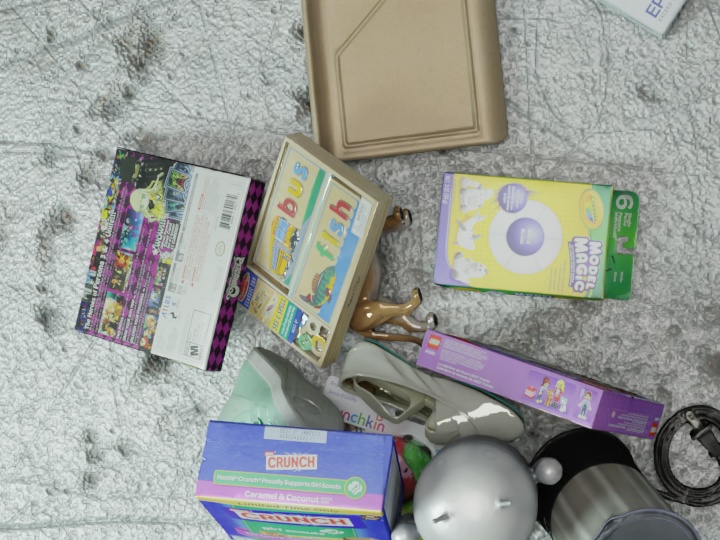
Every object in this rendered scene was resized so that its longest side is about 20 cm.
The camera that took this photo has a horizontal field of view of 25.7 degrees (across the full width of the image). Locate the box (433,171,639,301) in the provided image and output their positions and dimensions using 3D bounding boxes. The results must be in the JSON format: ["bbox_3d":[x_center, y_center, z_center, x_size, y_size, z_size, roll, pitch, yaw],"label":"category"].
[{"bbox_3d":[0.177,-0.033,1.589,0.198,0.048,0.118,5,89,8],"label":"box"}]

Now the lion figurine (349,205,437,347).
[{"bbox_3d":[0.000,0.000,1.607,0.122,0.072,0.202,-13,89,15],"label":"lion figurine"}]

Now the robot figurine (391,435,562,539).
[{"bbox_3d":[0.108,0.212,1.457,0.169,0.200,0.114,-28,85,5],"label":"robot figurine"}]

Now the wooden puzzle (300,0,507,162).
[{"bbox_3d":[0.045,-0.212,1.627,0.198,0.037,0.187,-6,87,5],"label":"wooden puzzle"}]

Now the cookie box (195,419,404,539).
[{"bbox_3d":[-0.051,0.203,1.459,0.170,0.200,0.076,4,69,7],"label":"cookie box"}]

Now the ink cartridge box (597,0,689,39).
[{"bbox_3d":[0.273,-0.367,1.587,0.199,0.043,0.197,32,94,8],"label":"ink cartridge box"}]

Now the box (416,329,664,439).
[{"bbox_3d":[0.171,0.108,1.503,0.199,0.136,0.039,18,91,36],"label":"box"}]

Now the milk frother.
[{"bbox_3d":[0.282,0.221,1.488,0.180,0.188,0.200,36,98,-19],"label":"milk frother"}]

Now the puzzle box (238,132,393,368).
[{"bbox_3d":[-0.051,-0.020,1.576,0.133,0.025,0.201,36,122,29],"label":"puzzle box"}]

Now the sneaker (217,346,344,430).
[{"bbox_3d":[-0.085,0.166,1.571,0.073,0.200,0.119,24,98,-26],"label":"sneaker"}]

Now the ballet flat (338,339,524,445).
[{"bbox_3d":[0.064,0.135,1.559,0.199,0.069,0.070,25,92,23],"label":"ballet flat"}]

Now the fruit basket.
[{"bbox_3d":[0.021,0.227,1.585,0.184,0.094,0.201,18,88,10],"label":"fruit basket"}]

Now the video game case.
[{"bbox_3d":[-0.199,-0.013,1.630,0.180,0.036,0.202,13,90,31],"label":"video game case"}]
